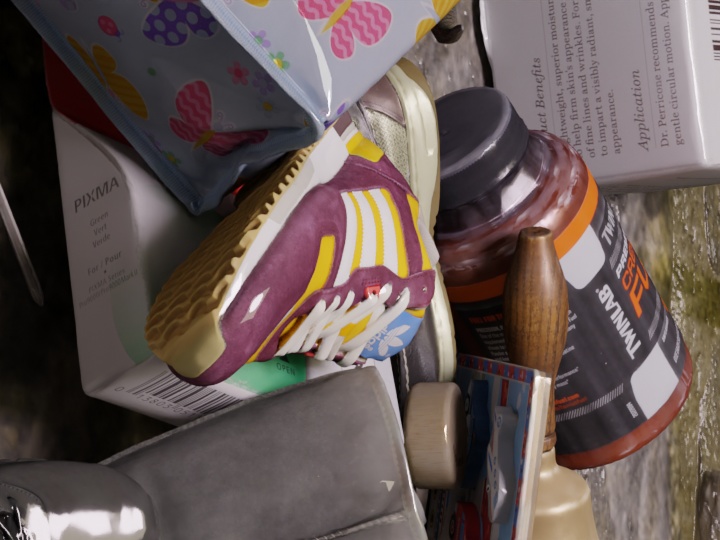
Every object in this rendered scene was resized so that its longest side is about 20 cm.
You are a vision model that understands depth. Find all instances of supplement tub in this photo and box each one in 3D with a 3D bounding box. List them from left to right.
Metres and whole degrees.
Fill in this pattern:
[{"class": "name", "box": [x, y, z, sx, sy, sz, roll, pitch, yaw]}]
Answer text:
[{"class": "supplement tub", "box": [0.088, 0.003, 1.155, 0.200, 0.107, 0.107, 56, 44, -33]}]

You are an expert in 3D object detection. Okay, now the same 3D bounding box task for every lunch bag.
[{"class": "lunch bag", "box": [-0.056, -0.155, 0.885, 0.200, 0.127, 0.170, 50, 53, -7]}]

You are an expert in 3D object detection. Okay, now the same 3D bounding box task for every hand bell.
[{"class": "hand bell", "box": [0.084, 0.076, 1.101, 0.104, 0.104, 0.201, -30, 123, -52]}]

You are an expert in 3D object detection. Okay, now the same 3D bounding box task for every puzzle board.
[{"class": "puzzle board", "box": [0.049, 0.141, 1.049, 0.017, 0.151, 0.201, 8, 89, -12]}]

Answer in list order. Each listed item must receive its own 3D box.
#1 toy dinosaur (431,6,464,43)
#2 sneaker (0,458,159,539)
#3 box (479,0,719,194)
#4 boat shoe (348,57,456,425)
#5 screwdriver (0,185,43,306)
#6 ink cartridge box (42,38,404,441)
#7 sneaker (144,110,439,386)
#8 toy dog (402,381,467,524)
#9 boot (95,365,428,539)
[{"class": "toy dinosaur", "box": [0.010, -0.164, 1.053, 0.102, 0.200, 0.077, -42, 115, -2]}, {"class": "sneaker", "box": [-0.156, 0.105, 0.764, 0.199, 0.091, 0.076, -11, 83, -29]}, {"class": "box", "box": [0.173, -0.147, 1.273, 0.200, 0.130, 0.200, -5, 89, -55]}, {"class": "boat shoe", "box": [0.001, 0.000, 1.074, 0.066, 0.072, 0.202, -11, 106, -31]}, {"class": "screwdriver", "box": [-0.159, -0.079, 0.892, 0.029, 0.028, 0.200, -31, 109, -21]}, {"class": "ink cartridge box", "box": [-0.059, -0.024, 0.953, 0.161, 0.050, 0.201, 24, 49, -48]}, {"class": "sneaker", "box": [-0.014, 0.004, 0.876, 0.090, 0.075, 0.200, 47, 29, -8]}, {"class": "toy dog", "box": [-0.006, 0.137, 0.995, 0.200, 0.132, 0.097, -53, 138, -40]}, {"class": "boot", "box": [-0.068, 0.142, 0.866, 0.199, 0.073, 0.183, -10, 94, -19]}]
